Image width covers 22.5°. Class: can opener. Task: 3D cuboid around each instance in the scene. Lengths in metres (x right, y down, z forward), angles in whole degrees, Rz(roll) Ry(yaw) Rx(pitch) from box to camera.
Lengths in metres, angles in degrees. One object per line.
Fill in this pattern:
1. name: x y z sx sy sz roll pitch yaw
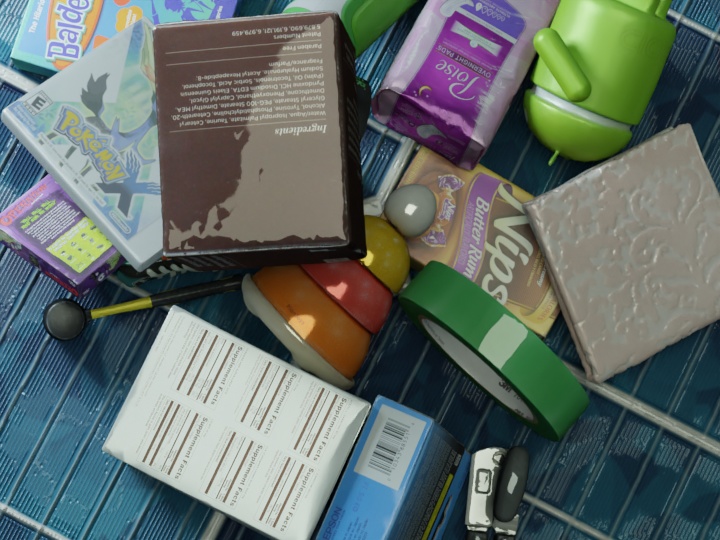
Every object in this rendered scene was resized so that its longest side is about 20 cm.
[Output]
1. can opener: 0.123 0.266 1.724 0.052 0.066 0.202 7 86 -2

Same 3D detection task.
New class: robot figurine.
1. robot figurine: 0.229 -0.195 1.737 0.115 0.175 0.202 26 104 18

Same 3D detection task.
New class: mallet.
1. mallet: -0.213 0.032 1.760 0.198 0.066 0.042 -12 93 -19

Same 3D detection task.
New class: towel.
1. towel: 0.269 -0.017 1.745 0.199 0.032 0.193 -26 98 -18

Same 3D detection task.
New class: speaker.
1. speaker: 0.002 -0.265 1.748 0.088 0.089 0.200 41 57 4

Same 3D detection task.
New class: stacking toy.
1. stacking toy: 0.000 0.000 1.699 0.200 0.146 0.146 -44 86 3

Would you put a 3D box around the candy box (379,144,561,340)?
1. candy box: 0.120 -0.031 1.768 0.199 0.056 0.117 31 81 1

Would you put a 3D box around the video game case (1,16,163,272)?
1. video game case: -0.205 -0.122 1.700 0.182 0.022 0.200 -39 80 -28

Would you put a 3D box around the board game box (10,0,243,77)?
1. board game box: -0.228 -0.247 1.789 0.198 0.045 0.154 17 82 1

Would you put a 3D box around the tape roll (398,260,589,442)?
1. tape roll: 0.123 0.075 1.679 0.200 0.200 0.048 41 83 4

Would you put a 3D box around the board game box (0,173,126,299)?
1. board game box: -0.238 -0.069 1.712 0.120 0.032 0.200 35 59 20

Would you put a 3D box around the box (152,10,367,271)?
1. box: -0.085 -0.109 1.584 0.162 0.166 0.202 -3 85 4

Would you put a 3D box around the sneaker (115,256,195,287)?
1. sneaker: -0.192 -0.018 1.749 0.198 0.071 0.081 10 82 8

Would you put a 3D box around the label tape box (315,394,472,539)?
1. label tape box: 0.034 0.209 1.670 0.063 0.200 0.145 21 81 18

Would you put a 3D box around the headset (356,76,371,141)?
1. headset: -0.035 -0.091 1.747 0.093 0.123 0.201 24 96 -21

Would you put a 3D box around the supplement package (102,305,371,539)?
1. supplement package: -0.110 0.149 1.664 0.199 0.191 0.148 26 82 1

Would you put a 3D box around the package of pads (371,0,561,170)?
1. package of pads: 0.105 -0.212 1.749 0.120 0.076 0.201 29 70 0
